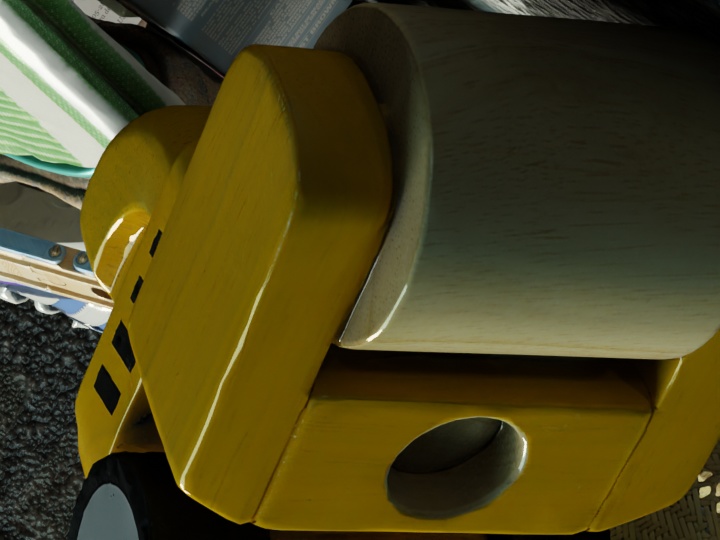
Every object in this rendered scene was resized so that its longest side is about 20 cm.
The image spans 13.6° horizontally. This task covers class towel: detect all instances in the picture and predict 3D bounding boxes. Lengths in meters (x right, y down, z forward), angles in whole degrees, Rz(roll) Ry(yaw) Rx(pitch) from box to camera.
[{"bbox_3d":[-0.155,-0.078,0.764,0.199,0.023,0.153,9,157,39],"label":"towel"}]

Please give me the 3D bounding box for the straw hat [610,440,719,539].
[{"bbox_3d":[0.086,0.077,0.839,0.201,0.085,0.201,30,168,7],"label":"straw hat"}]

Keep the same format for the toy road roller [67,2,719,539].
[{"bbox_3d":[0.000,0.000,0.684,0.122,0.200,0.146,3,-135,-26],"label":"toy road roller"}]

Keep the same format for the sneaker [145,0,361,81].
[{"bbox_3d":[-0.037,-0.035,1.023,0.067,0.108,0.201,35,-165,13],"label":"sneaker"}]

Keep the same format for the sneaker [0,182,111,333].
[{"bbox_3d":[-0.069,0.008,0.956,0.199,0.081,0.147,11,147,16],"label":"sneaker"}]

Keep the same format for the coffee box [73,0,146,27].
[{"bbox_3d":[-0.109,-0.116,1.130,0.200,0.080,0.113,34,-165,-36],"label":"coffee box"}]

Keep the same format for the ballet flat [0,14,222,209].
[{"bbox_3d":[-0.099,-0.050,0.860,0.067,0.068,0.200,19,-174,-44],"label":"ballet flat"}]

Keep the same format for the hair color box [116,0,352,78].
[{"bbox_3d":[-0.067,-0.110,0.783,0.099,0.061,0.200,36,180,15],"label":"hair color box"}]

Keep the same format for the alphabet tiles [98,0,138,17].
[{"bbox_3d":[-0.102,-0.129,0.971,0.166,0.006,0.200,37,-161,19],"label":"alphabet tiles"}]

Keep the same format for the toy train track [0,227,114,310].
[{"bbox_3d":[-0.107,0.005,0.845,0.199,0.033,0.115,15,160,22],"label":"toy train track"}]
